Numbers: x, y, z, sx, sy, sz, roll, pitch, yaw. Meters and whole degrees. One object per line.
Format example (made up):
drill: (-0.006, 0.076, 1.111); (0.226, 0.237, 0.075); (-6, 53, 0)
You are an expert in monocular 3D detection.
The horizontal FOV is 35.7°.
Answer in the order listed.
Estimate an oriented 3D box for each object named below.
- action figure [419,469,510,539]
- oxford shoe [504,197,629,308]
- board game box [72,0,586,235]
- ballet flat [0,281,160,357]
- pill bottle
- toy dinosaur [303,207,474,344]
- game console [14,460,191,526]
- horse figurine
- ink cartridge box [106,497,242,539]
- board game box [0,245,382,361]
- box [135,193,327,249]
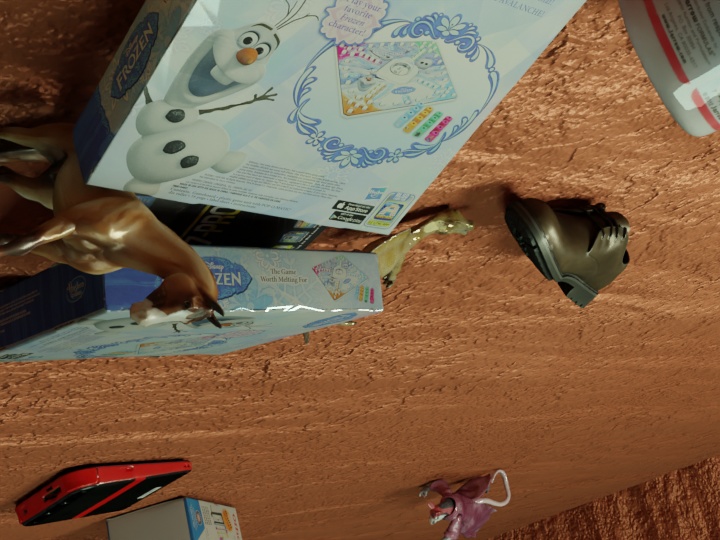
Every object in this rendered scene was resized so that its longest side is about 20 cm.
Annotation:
action figure: (0.192, 0.453, 2.107); (0.149, 0.134, 0.200); (-24, 160, 22)
oxford shoe: (0.181, -0.032, 0.953); (0.084, 0.073, 0.200); (-38, 155, 14)
board game box: (-0.012, -0.108, 0.566); (0.200, 0.043, 0.199); (8, 137, -39)
ballet flat: (-0.241, 0.043, 0.859); (0.200, 0.057, 0.066); (-3, 156, -29)
pill bottle: (0.245, -0.159, 0.587); (0.200, 0.109, 0.109); (-25, 157, 25)
toy dinosaur: (0.000, 0.000, 0.885); (0.200, 0.058, 0.101); (-34, 173, -33)
game console: (-0.346, 0.293, 1.491); (0.177, 0.031, 0.200); (-1, 157, -43)
horse figurine: (-0.159, -0.036, 0.584); (0.132, 0.200, 0.050); (-4, 121, -25)
ink cartridge box: (-0.284, 0.455, 1.775); (0.144, 0.147, 0.200); (-19, 159, 11)
board game box: (-0.125, 0.025, 0.737); (0.199, 0.043, 0.200); (3, 167, -40)
box: (-0.084, -0.058, 0.715); (0.161, 0.049, 0.200); (3, 154, -32)
